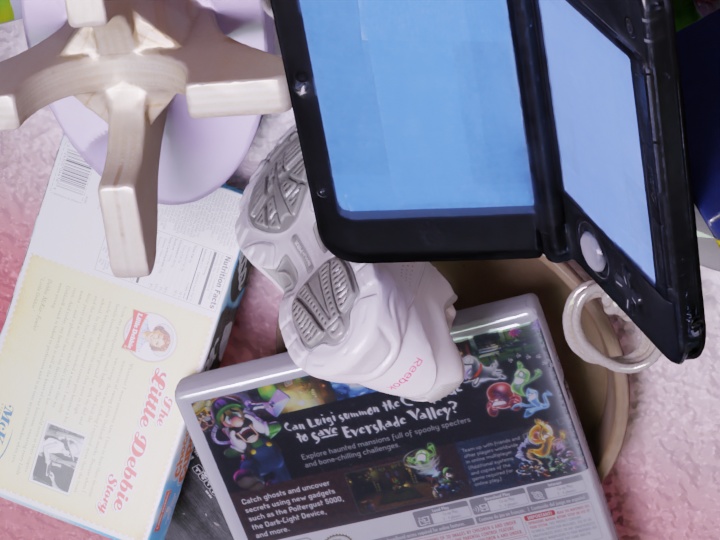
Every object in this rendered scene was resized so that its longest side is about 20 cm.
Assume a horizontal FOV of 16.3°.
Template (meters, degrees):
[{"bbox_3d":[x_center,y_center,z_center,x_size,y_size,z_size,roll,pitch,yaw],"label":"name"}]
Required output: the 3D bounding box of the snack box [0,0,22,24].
[{"bbox_3d":[-0.220,-0.214,1.244,0.053,0.142,0.201,33,133,42],"label":"snack box"}]

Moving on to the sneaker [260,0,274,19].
[{"bbox_3d":[-0.008,-0.131,1.189,0.081,0.200,0.075,3,79,-6],"label":"sneaker"}]

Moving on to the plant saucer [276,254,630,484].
[{"bbox_3d":[0.051,0.051,1.348,0.199,0.029,0.201,10,120,18],"label":"plant saucer"}]

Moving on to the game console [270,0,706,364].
[{"bbox_3d":[0.052,-0.061,1.068,0.116,0.176,0.201,-22,127,-13],"label":"game console"}]

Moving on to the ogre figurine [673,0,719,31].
[{"bbox_3d":[0.166,-0.128,1.152,0.199,0.098,0.120,5,132,-25],"label":"ogre figurine"}]

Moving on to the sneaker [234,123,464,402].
[{"bbox_3d":[0.000,0.000,1.261,0.099,0.200,0.078,33,117,-34],"label":"sneaker"}]

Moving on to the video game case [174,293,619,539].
[{"bbox_3d":[0.024,0.113,1.334,0.199,0.023,0.182,-14,117,14],"label":"video game case"}]

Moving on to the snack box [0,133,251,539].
[{"bbox_3d":[-0.134,0.038,1.360,0.116,0.037,0.201,19,95,12],"label":"snack box"}]

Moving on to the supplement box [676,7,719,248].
[{"bbox_3d":[0.215,-0.026,1.120,0.109,0.109,0.200,-29,136,8],"label":"supplement box"}]

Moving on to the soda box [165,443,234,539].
[{"bbox_3d":[-0.049,0.163,1.431,0.071,0.063,0.200,-30,102,33],"label":"soda box"}]

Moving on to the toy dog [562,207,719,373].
[{"bbox_3d":[0.103,-0.055,1.245,0.200,0.096,0.132,35,120,-16],"label":"toy dog"}]

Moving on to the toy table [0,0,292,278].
[{"bbox_3d":[-0.117,-0.107,1.239,0.183,0.117,0.201,-13,114,15],"label":"toy table"}]
